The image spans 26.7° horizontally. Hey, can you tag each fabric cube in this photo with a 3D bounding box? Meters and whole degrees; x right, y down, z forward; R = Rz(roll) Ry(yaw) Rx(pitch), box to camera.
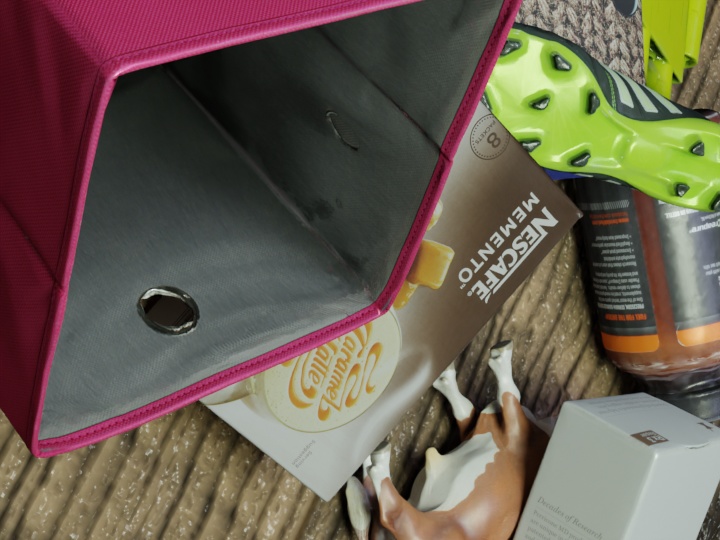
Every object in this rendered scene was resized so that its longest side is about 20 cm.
[{"bbox_3d":[-0.090,-0.084,0.617,0.195,0.201,0.199,-22,57,-38],"label":"fabric cube"}]

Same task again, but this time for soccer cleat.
[{"bbox_3d":[0.128,-0.086,0.849,0.199,0.081,0.068,21,104,-21],"label":"soccer cleat"}]

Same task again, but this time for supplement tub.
[{"bbox_3d":[0.206,-0.001,1.016,0.107,0.107,0.202,-17,99,-43],"label":"supplement tub"}]

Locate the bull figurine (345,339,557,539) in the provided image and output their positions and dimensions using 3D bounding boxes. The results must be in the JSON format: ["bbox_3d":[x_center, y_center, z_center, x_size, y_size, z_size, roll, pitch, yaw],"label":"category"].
[{"bbox_3d":[0.068,0.120,0.903,0.200,0.065,0.122,-37,107,-42],"label":"bull figurine"}]

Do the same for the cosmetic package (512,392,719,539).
[{"bbox_3d":[0.138,0.177,0.900,0.101,0.074,0.201,1,110,-51],"label":"cosmetic package"}]

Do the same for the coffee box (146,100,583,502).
[{"bbox_3d":[0.000,0.000,0.779,0.200,0.080,0.114,-47,123,-2],"label":"coffee box"}]

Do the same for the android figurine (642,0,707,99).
[{"bbox_3d":[0.202,-0.210,1.052,0.182,0.041,0.202,35,61,-59],"label":"android figurine"}]

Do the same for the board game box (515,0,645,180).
[{"bbox_3d":[0.088,-0.160,0.924,0.159,0.096,0.202,0,86,-44],"label":"board game box"}]
